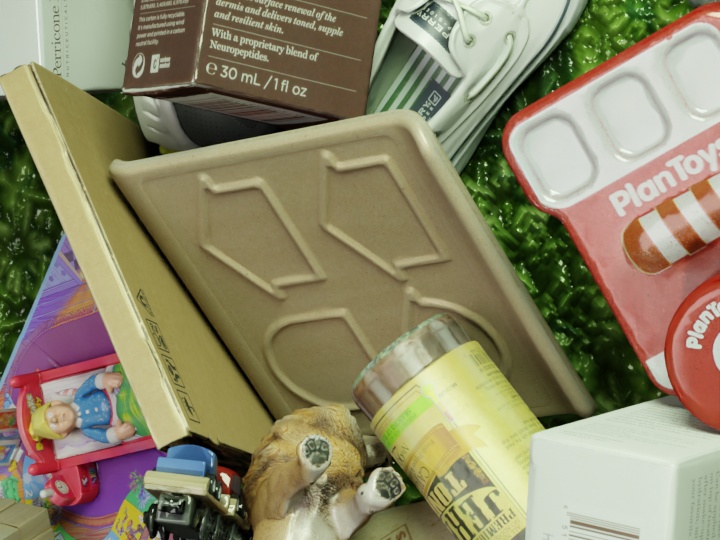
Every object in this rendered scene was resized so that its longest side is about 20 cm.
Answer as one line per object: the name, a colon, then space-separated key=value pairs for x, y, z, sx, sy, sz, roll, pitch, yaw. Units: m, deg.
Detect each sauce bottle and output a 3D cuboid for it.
sauce bottle: x=0.076 y=0.113 z=1.341 sx=0.200 sy=0.065 sz=0.065 roll=51 pitch=120 yaw=14

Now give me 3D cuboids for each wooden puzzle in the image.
wooden puzzle: x=0.000 y=0.000 z=1.416 sx=0.199 sy=0.046 sz=0.186 roll=-5 pitch=129 yaw=39

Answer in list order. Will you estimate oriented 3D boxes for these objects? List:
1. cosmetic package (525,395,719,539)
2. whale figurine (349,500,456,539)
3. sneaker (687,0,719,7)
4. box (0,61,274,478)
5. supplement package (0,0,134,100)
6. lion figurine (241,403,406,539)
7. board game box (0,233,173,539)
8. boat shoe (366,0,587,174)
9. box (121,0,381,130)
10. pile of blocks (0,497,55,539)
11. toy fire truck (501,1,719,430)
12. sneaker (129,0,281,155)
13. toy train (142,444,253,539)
cosmetic package: x=0.148 y=0.108 z=1.268 sx=0.071 sy=0.200 sz=0.102 roll=10 pitch=101 yaw=34
whale figurine: x=0.032 y=0.168 z=1.431 sx=0.200 sy=0.104 sz=0.159 roll=-37 pitch=40 yaw=10
sneaker: x=0.160 y=-0.096 z=1.323 sx=0.200 sy=0.071 sz=0.099 roll=-49 pitch=65 yaw=24
box: x=-0.102 y=0.005 z=1.455 sx=0.021 sy=0.163 sz=0.201 roll=-28 pitch=74 yaw=10
supplement package: x=-0.191 y=-0.188 z=1.534 sx=0.155 sy=0.111 sz=0.201 roll=-1 pitch=95 yaw=36
lion figurine: x=-0.027 y=0.147 z=1.361 sx=0.122 sy=0.072 sz=0.201 roll=138 pitch=149 yaw=-63
board game box: x=-0.139 y=0.080 z=1.567 sx=0.158 sy=0.039 sz=0.201 roll=37 pitch=115 yaw=27
boat shoe: x=0.049 y=-0.110 z=1.398 sx=0.073 sy=0.067 sz=0.201 roll=37 pitch=115 yaw=26
box: x=-0.040 y=-0.172 z=1.400 sx=0.075 sy=0.100 sz=0.201 roll=-1 pitch=80 yaw=56
pile of blocks: x=-0.151 y=0.205 z=1.559 sx=0.200 sy=0.062 sz=0.082 roll=42 pitch=133 yaw=16
toy fire truck: x=0.177 y=-0.039 z=1.239 sx=0.200 sy=0.112 sz=0.168 roll=-31 pitch=91 yaw=18
sneaker: x=-0.072 y=-0.156 z=1.485 sx=0.084 sy=0.074 sz=0.201 roll=-1 pitch=103 yaw=30
toy train: x=-0.069 y=0.114 z=1.406 sx=0.034 sy=0.200 sz=0.046 roll=7 pitch=80 yaw=8
